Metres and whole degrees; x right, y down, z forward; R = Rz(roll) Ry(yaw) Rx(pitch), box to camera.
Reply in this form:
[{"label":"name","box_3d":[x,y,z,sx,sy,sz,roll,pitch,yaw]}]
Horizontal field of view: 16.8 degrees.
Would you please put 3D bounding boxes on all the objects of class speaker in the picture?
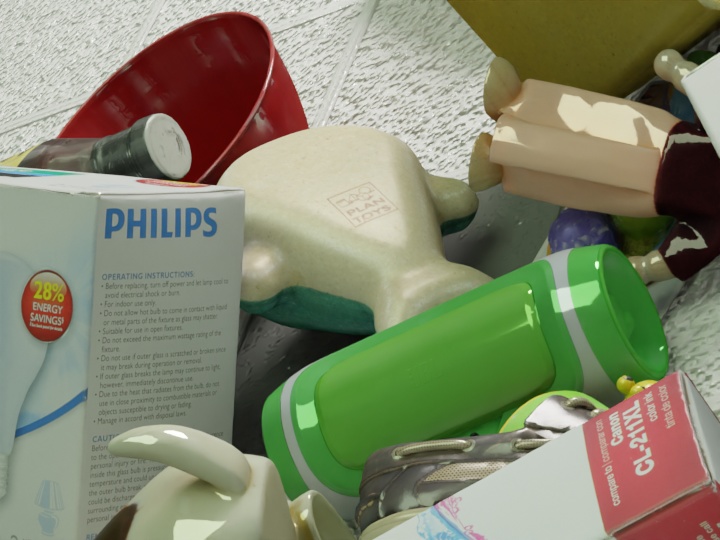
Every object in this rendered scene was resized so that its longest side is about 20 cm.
[{"label":"speaker","box_3d":[0.052,0.059,1.232,0.200,0.089,0.089,-25,32,23]}]

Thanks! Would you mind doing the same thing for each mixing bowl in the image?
[{"label":"mixing bowl","box_3d":[-0.102,-0.052,1.526,0.200,0.108,0.200,-29,33,21]}]

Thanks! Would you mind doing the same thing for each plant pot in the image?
[{"label":"plant pot","box_3d":[0.144,-0.202,1.356,0.195,0.194,0.200,-36,-9,-34]}]

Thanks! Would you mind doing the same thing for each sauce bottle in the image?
[{"label":"sauce bottle","box_3d":[-0.186,-0.042,1.447,0.200,0.066,0.066,-19,34,31]}]

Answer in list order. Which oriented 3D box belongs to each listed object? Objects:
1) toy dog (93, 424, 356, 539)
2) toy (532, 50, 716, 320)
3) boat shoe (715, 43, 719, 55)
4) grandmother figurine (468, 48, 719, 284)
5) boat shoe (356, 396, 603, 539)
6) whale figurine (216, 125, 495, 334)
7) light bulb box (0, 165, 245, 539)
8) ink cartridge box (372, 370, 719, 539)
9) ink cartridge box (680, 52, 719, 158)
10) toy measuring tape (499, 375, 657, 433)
[{"label":"toy dog","box_3d":[-0.113,0.174,1.155,0.200,0.194,0.140,-19,42,15]},{"label":"toy","box_3d":[0.143,-0.043,1.311,0.115,0.047,0.200,2,48,50]},{"label":"boat shoe","box_3d":[0.248,-0.093,1.241,0.074,0.073,0.200,-45,24,-1]},{"label":"grandmother figurine","box_3d":[0.156,-0.050,1.237,0.199,0.122,0.061,11,10,22]},{"label":"boat shoe","box_3d":[0.094,0.090,1.069,0.199,0.075,0.073,-8,59,-5]},{"label":"whale figurine","box_3d":[0.000,0.000,1.369,0.159,0.104,0.200,-23,39,-25]},{"label":"light bulb box","box_3d":[-0.178,0.047,1.328,0.198,0.125,0.201,6,96,36]},{"label":"ink cartridge box","box_3d":[0.084,0.156,0.998,0.200,0.146,0.083,-30,30,14]},{"label":"ink cartridge box","box_3d":[0.224,0.000,1.004,0.084,0.200,0.146,-31,29,10]},{"label":"toy measuring tape","box_3d":[0.069,0.118,1.146,0.200,0.074,0.074,-42,30,-8]}]
